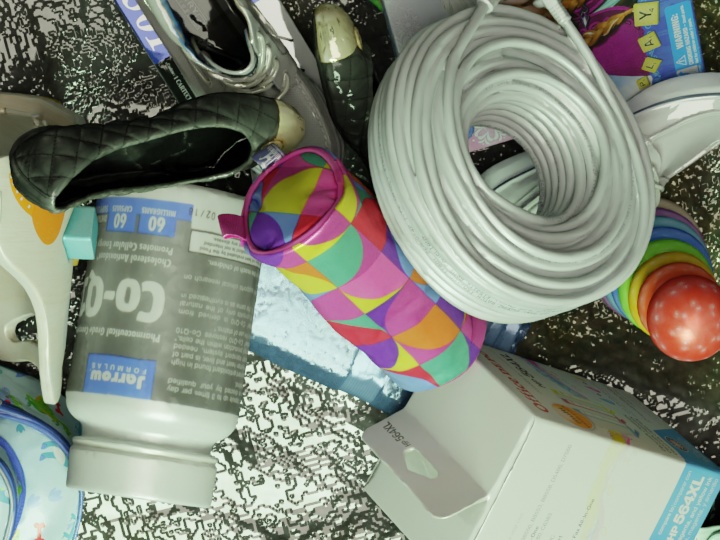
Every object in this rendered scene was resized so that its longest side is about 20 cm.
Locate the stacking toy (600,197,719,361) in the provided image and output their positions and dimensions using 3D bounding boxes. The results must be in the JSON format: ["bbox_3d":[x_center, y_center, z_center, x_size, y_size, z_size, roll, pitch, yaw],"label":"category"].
[{"bbox_3d":[0.203,0.012,1.631,0.085,0.200,0.086,-1,104,-5],"label":"stacking toy"}]

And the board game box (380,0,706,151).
[{"bbox_3d":[0.112,-0.186,1.625,0.199,0.041,0.200,-17,124,0],"label":"board game box"}]

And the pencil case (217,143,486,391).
[{"bbox_3d":[0.000,0.000,1.570,0.088,0.088,0.200,-42,134,6],"label":"pencil case"}]

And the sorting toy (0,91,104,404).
[{"bbox_3d":[-0.223,-0.013,1.614,0.107,0.200,0.181,-10,110,-25],"label":"sorting toy"}]

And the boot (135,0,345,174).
[{"bbox_3d":[-0.078,-0.124,1.580,0.074,0.096,0.200,-40,104,2],"label":"boot"}]

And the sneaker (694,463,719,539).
[{"bbox_3d":[0.206,0.210,1.724,0.200,0.074,0.118,-30,136,-6],"label":"sneaker"}]

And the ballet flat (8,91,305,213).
[{"bbox_3d":[-0.119,-0.065,1.518,0.200,0.057,0.067,-12,140,-30],"label":"ballet flat"}]

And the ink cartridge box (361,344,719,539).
[{"bbox_3d":[0.112,0.137,1.653,0.200,0.129,0.125,19,104,-36],"label":"ink cartridge box"}]

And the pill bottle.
[{"bbox_3d":[-0.128,0.048,1.616,0.113,0.114,0.201,9,84,-7],"label":"pill bottle"}]

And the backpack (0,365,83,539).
[{"bbox_3d":[-0.283,0.148,1.649,0.200,0.147,0.183,20,105,-14],"label":"backpack"}]

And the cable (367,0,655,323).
[{"bbox_3d":[0.092,-0.066,1.557,0.200,0.069,0.200,53,51,-6],"label":"cable"}]

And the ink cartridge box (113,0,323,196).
[{"bbox_3d":[-0.092,-0.153,1.645,0.094,0.044,0.200,-31,104,1],"label":"ink cartridge box"}]

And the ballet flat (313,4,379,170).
[{"bbox_3d":[0.021,-0.093,1.611,0.057,0.067,0.200,-17,125,18],"label":"ballet flat"}]

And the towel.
[{"bbox_3d":[0.008,0.033,1.697,0.200,0.049,0.112,24,101,-11],"label":"towel"}]

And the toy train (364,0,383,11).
[{"bbox_3d":[-0.037,-0.247,1.631,0.200,0.042,0.056,42,107,-13],"label":"toy train"}]

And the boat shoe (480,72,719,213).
[{"bbox_3d":[0.173,-0.062,1.667,0.200,0.065,0.074,-27,140,11],"label":"boat shoe"}]
